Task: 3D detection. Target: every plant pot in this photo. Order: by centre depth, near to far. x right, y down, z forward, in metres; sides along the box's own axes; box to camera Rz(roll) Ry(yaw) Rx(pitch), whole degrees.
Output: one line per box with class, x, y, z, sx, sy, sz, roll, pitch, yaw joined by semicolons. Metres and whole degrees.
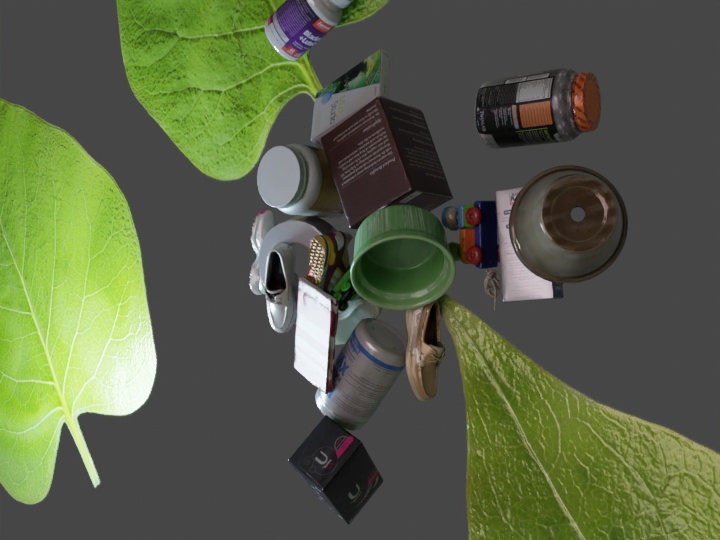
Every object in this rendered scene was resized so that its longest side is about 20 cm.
plant pot;0.341;-0.082;1.182;0.195;0.173;0.205;-1;87;11

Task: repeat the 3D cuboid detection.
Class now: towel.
towel;-0.092;0.131;1.485;0.143;0.022;0.204;28;119;52

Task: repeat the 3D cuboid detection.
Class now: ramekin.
ramekin;0.078;-0.028;1.378;0.199;0.199;0.099;-36;38;31

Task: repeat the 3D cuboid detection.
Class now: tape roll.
tape roll;-0.125;-0.016;1.610;0.196;0.066;0.205;6;106;22

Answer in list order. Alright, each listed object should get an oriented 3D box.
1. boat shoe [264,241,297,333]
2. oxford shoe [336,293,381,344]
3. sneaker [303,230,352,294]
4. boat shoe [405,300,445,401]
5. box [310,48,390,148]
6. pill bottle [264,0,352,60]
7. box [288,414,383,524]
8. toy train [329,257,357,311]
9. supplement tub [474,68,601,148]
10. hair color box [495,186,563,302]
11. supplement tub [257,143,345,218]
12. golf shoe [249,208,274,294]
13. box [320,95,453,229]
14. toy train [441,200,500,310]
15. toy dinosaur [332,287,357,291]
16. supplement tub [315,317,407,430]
boat shoe;-0.176;0.043;1.573;0.071;0.066;0.204;14;109;19
oxford shoe;-0.020;0.101;1.577;0.075;0.058;0.199;38;131;-17
sneaker;-0.065;0.011;1.513;0.075;0.089;0.203;48;136;36
boat shoe;0.133;0.155;1.444;0.068;0.073;0.205;-9;85;40
box;-0.022;-0.364;1.551;0.198;0.036;0.147;-25;48;33
pill bottle;-0.109;-0.566;1.608;0.198;0.110;0.113;-31;72;33
box;-0.046;0.408;1.487;0.105;0.201;0.123;29;68;33
toy train;0.000;0.000;1.481;0.201;0.042;0.056;-49;38;-15
supplement tub;0.310;-0.283;1.280;0.197;0.122;0.126;1;91;36
hair color box;0.305;-0.048;1.321;0.098;0.060;0.205;-6;87;35
supplement tub;-0.108;-0.189;1.550;0.142;0.198;0.148;0;90;36
golf shoe;-0.208;-0.041;1.715;0.090;0.075;0.205;7;100;26
box;0.052;-0.205;1.451;0.164;0.163;0.204;-27;74;33
toy train;0.209;-0.028;1.391;0.115;0.083;0.205;3;96;51
toy dinosaur;-0.001;0.013;1.522;0.197;0.102;0.059;-13;124;30
supplement tub;0.005;0.212;1.506;0.132;0.131;0.202;44;113;28
